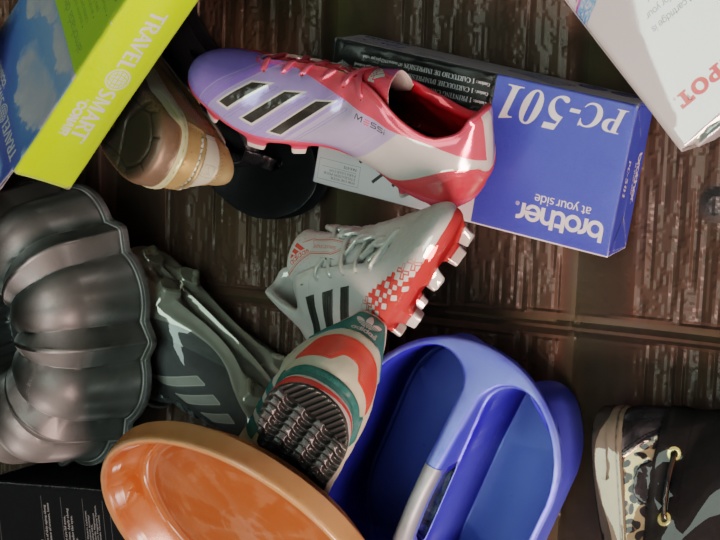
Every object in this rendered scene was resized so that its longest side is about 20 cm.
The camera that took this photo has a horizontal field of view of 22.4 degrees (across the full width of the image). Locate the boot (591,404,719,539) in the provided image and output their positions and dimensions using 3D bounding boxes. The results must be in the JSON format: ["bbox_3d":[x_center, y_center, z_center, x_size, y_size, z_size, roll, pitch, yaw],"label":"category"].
[{"bbox_3d":[0.224,0.170,1.075,0.149,0.073,0.202,-11,87,25],"label":"boot"}]

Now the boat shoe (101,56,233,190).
[{"bbox_3d":[-0.138,-0.107,1.156,0.072,0.076,0.200,-58,41,23],"label":"boat shoe"}]

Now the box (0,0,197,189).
[{"bbox_3d":[-0.167,-0.146,1.103,0.200,0.047,0.123,-50,41,29],"label":"box"}]

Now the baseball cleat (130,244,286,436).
[{"bbox_3d":[-0.102,0.076,1.216,0.200,0.070,0.107,49,127,15],"label":"baseball cleat"}]

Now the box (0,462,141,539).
[{"bbox_3d":[-0.175,0.236,1.241,0.140,0.079,0.202,-1,97,35],"label":"box"}]

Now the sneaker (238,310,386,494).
[{"bbox_3d":[-0.031,0.095,1.104,0.070,0.094,0.200,34,145,3],"label":"sneaker"}]

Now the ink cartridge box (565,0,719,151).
[{"bbox_3d":[0.187,-0.190,1.032,0.144,0.085,0.201,-40,80,23],"label":"ink cartridge box"}]

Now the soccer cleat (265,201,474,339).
[{"bbox_3d":[0.000,0.000,1.103,0.085,0.069,0.200,38,153,-4],"label":"soccer cleat"}]

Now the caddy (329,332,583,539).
[{"bbox_3d":[0.052,0.133,1.123,0.141,0.105,0.201,28,108,19],"label":"caddy"}]

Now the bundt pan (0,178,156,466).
[{"bbox_3d":[-0.227,0.039,1.216,0.201,0.075,0.204,9,103,42],"label":"bundt pan"}]

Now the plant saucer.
[{"bbox_3d":[-0.067,0.163,1.104,0.199,0.032,0.201,23,142,19],"label":"plant saucer"}]

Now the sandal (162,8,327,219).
[{"bbox_3d":[-0.103,-0.109,1.193,0.200,0.043,0.076,47,112,11],"label":"sandal"}]

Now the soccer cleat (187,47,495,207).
[{"bbox_3d":[-0.011,-0.101,1.085,0.199,0.067,0.077,25,135,14],"label":"soccer cleat"}]

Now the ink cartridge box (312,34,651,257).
[{"bbox_3d":[0.073,-0.079,1.119,0.198,0.044,0.095,16,105,21],"label":"ink cartridge box"}]
